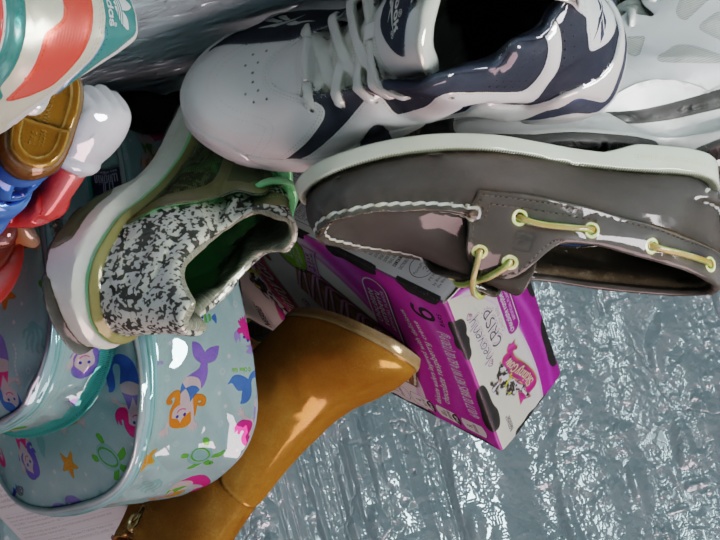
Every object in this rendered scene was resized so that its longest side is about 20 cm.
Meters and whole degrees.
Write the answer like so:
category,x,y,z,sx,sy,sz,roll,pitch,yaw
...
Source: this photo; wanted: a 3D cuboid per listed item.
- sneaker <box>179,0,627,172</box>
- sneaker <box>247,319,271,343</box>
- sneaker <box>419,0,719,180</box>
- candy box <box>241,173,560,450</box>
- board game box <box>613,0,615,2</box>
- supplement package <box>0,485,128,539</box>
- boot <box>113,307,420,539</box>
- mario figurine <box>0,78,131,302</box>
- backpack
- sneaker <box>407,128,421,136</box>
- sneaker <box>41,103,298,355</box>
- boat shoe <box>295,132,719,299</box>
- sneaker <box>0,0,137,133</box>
category,x,y,z,sx,sy,sz,roll,pitch,yaw
sneaker,0.008,-0.098,0.915,0.197,0.080,0.130,0,165,12
sneaker,-0.051,0.041,1.321,0.199,0.075,0.083,-18,146,41
sneaker,0.116,-0.098,1.025,0.199,0.116,0.076,-5,162,-14
candy box,0.000,0.000,1.167,0.199,0.137,0.061,26,-115,34
board game box,0.223,-0.122,1.179,0.103,0.106,0.199,-17,176,40
supplement package,-0.186,0.056,1.259,0.109,0.200,0.114,-18,-150,42
boot,-0.053,0.099,1.148,0.071,0.145,0.201,34,159,-23
mario figurine,-0.179,-0.054,0.950,0.106,0.123,0.200,-58,-173,-23
backpack,-0.140,0.023,1.105,0.150,0.202,0.177,-12,176,-43
sneaker,0.046,-0.100,1.114,0.089,0.079,0.200,-22,-175,-4
sneaker,-0.054,-0.030,1.003,0.088,0.077,0.200,14,-129,33
boat shoe,0.070,-0.019,0.959,0.199,0.061,0.072,0,161,-19
sneaker,-0.158,-0.059,0.763,0.199,0.071,0.093,-22,167,41
